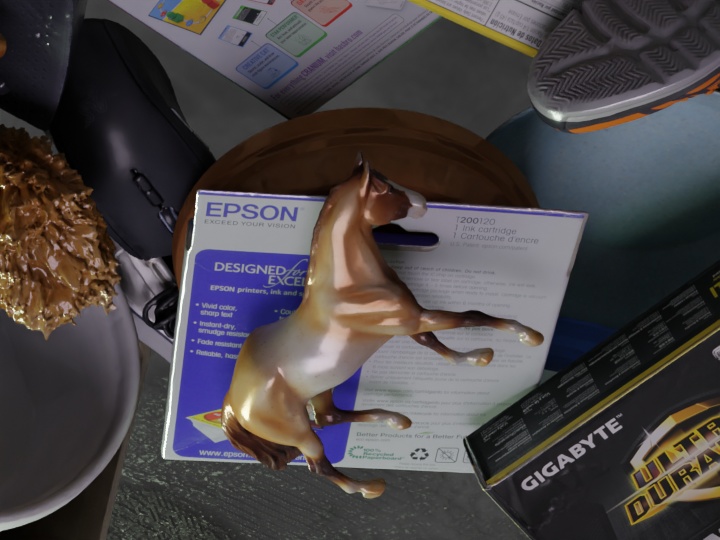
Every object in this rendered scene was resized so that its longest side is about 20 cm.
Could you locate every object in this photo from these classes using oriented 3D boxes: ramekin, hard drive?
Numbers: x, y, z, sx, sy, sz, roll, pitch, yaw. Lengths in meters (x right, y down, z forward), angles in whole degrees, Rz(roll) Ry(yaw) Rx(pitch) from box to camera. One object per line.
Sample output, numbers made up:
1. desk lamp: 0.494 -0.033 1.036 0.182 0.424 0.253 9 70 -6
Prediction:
1. ramekin: -0.230 0.056 1.286 0.200 0.200 0.105 23 149 -20
2. hard drive: -0.190 -0.149 1.127 0.135 0.042 0.200 28 156 2

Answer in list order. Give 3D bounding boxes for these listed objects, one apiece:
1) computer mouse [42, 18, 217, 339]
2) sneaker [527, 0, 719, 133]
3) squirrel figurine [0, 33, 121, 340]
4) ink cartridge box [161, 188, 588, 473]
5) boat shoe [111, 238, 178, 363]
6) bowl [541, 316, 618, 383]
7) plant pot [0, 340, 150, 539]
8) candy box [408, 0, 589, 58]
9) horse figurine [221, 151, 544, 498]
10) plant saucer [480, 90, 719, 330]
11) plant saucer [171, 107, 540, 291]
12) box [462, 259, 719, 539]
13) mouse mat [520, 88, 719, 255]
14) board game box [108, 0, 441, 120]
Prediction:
1. computer mouse: -0.084 -0.054 1.256 0.140 0.046 0.200 -23 119 4
2. sneaker: 0.179 -0.098 1.138 0.200 0.078 0.112 -27 140 -5
3. squirrel figurine: -0.205 -0.050 1.162 0.200 0.142 0.187 21 156 -24
4. ink cartridge box: 0.003 0.024 1.223 0.198 0.043 0.200 4 135 -8
5. boat shoe: -0.069 0.029 1.367 0.200 0.072 0.066 40 134 -24
6. bowl: 0.142 0.085 1.376 0.200 0.039 0.201 19 159 8
7. plant pot: -0.268 0.121 1.411 0.200 0.200 0.177 23 149 -20
8. candy box: 0.045 -0.171 1.100 0.200 0.026 0.102 22 109 -26
9. horse figurine: -0.008 0.044 1.177 0.132 0.050 0.200 27 126 -28
10. plant saucer: 0.150 -0.042 1.268 0.201 0.039 0.201 3 139 2
11. plant saucer: 0.000 0.000 1.255 0.200 0.037 0.200 -2 134 -2
12. box: 0.180 0.092 1.256 0.200 0.049 0.160 -35 127 10
13. mouse mat: 0.153 -0.035 1.312 0.200 0.008 0.161 -15 136 20
14. board game box: -0.055 -0.169 1.147 0.200 0.040 0.153 33 133 -29
